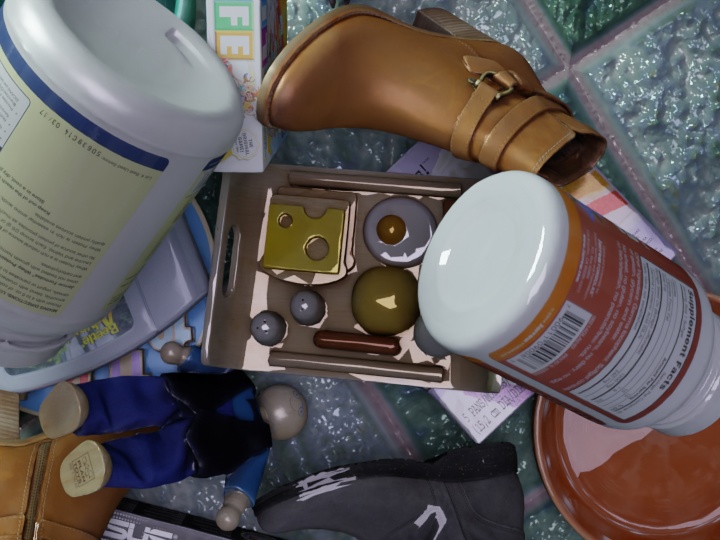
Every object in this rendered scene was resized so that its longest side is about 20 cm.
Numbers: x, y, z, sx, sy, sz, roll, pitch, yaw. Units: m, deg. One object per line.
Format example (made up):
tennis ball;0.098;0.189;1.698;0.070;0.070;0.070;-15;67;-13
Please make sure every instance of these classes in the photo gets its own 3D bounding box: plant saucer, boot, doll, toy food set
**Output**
plant saucer;0.221;0.113;0.863;0.198;0.032;0.203;0;90;-2
boot;-0.181;0.160;0.771;0.198;0.074;0.156;7;46;-23
doll;-0.109;0.106;0.784;0.048;0.199;0.137;-38;68;33
boot;0.048;-0.093;0.735;0.155;0.199;0.077;43;127;26
toy food set;0.000;0.000;0.782;0.198;0.060;0.145;5;84;6
boot;0.031;0.196;0.810;0.198;0.070;0.133;-7;76;-10

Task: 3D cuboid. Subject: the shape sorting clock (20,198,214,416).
shape sorting clock;-0.199;0.005;0.837;0.198;0.039;0.202;0;91;-3

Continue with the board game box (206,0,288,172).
board game box;-0.071;-0.175;0.766;0.034;0.135;0.202;2;107;3

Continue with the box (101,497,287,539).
box;-0.123;0.259;0.842;0.198;0.044;0.162;16;91;-3

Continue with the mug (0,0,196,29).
mug;-0.182;-0.165;0.797;0.151;0.114;0.187;-13;92;-3

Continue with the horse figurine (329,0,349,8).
horse figurine;-0.029;-0.299;0.810;0.050;0.132;0.201;-29;85;-26

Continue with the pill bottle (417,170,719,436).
pill bottle;0.140;0.029;0.721;0.199;0.112;0.113;27;90;-33

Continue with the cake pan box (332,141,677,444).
cake pan box;0.086;-0.008;0.831;0.200;0.052;0.184;-42;80;0

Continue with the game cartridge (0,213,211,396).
game cartridge;-0.207;0.006;0.800;0.198;0.041;0.134;-22;95;4

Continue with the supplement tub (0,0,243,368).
supplement tub;-0.175;-0.056;0.686;0.145;0.145;0.200;39;114;-3
